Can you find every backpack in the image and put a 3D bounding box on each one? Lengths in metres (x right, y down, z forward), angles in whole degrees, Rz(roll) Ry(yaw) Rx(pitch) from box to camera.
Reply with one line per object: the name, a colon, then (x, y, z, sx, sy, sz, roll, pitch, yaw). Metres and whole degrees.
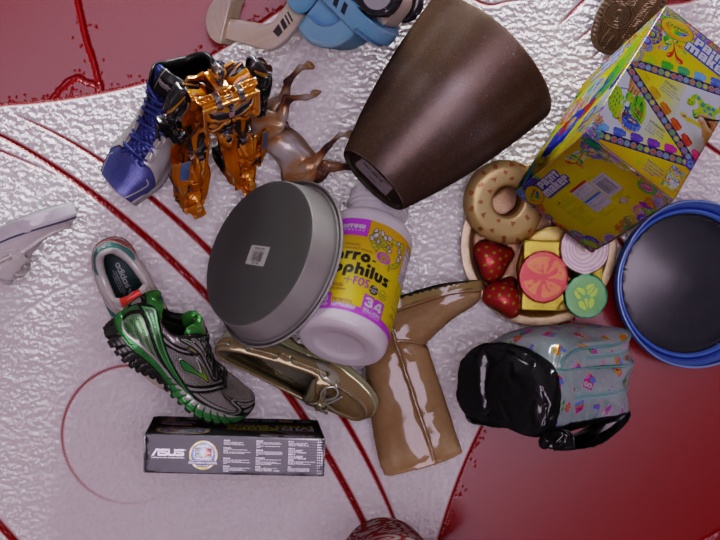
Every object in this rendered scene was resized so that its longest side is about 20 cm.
backpack: (0.229, 0.126, 1.609, 0.199, 0.166, 0.128, -4, 107, -38)

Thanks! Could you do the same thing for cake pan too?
cake pan: (-0.103, -0.014, 1.578, 0.037, 0.200, 0.202, 27, 89, -42)

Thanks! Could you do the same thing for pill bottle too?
pill bottle: (0.000, 0.000, 1.597, 0.103, 0.104, 0.201, 18, 60, -5)

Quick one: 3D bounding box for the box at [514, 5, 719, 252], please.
box: (0.301, -0.154, 1.575, 0.122, 0.200, 0.193, 37, 67, -4)

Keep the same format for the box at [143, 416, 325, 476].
box: (-0.142, 0.198, 1.590, 0.198, 0.160, 0.045, 2, 90, -4)

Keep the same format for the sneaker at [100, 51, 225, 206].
sneaker: (-0.227, -0.179, 1.589, 0.080, 0.115, 0.200, 40, 85, 14)

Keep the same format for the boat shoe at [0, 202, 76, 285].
boat shoe: (-0.410, -0.015, 1.607, 0.199, 0.072, 0.066, -25, 98, -3)

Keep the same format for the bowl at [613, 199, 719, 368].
bowl: (0.398, 0.016, 1.688, 0.198, 0.039, 0.203, 0, 92, -10)

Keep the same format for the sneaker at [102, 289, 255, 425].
sneaker: (-0.189, 0.101, 1.569, 0.085, 0.078, 0.200, -43, 120, 11)

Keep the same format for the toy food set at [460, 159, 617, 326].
toy food set: (0.217, -0.034, 1.672, 0.196, 0.049, 0.202, 1, 91, -5)

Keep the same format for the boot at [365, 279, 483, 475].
boot: (0.084, 0.123, 1.659, 0.174, 0.066, 0.202, -15, 92, 9)

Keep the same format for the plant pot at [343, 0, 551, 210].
plant pot: (0.080, -0.171, 1.571, 0.187, 0.187, 0.200, 45, 77, -5)

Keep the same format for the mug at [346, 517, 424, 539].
mug: (0.057, 0.358, 1.591, 0.176, 0.200, 0.135, 10, 90, -6)

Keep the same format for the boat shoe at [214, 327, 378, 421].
boat shoe: (-0.074, 0.124, 1.628, 0.200, 0.073, 0.063, 34, 48, -2)

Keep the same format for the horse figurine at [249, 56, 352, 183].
horse figurine: (-0.075, -0.155, 1.630, 0.132, 0.050, 0.201, -32, 101, 28)

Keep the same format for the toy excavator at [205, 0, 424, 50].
toy excavator: (-0.059, -0.294, 1.591, 0.194, 0.100, 0.200, 44, 107, 11)

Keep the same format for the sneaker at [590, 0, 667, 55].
sneaker: (0.338, -0.359, 1.672, 0.070, 0.109, 0.201, 24, 119, -7)

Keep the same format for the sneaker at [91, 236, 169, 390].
sneaker: (-0.255, 0.054, 1.609, 0.070, 0.093, 0.201, -27, 93, -4)

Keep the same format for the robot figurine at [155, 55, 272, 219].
robot figurine: (-0.157, -0.151, 1.558, 0.144, 0.201, 0.058, -25, 61, -23)
